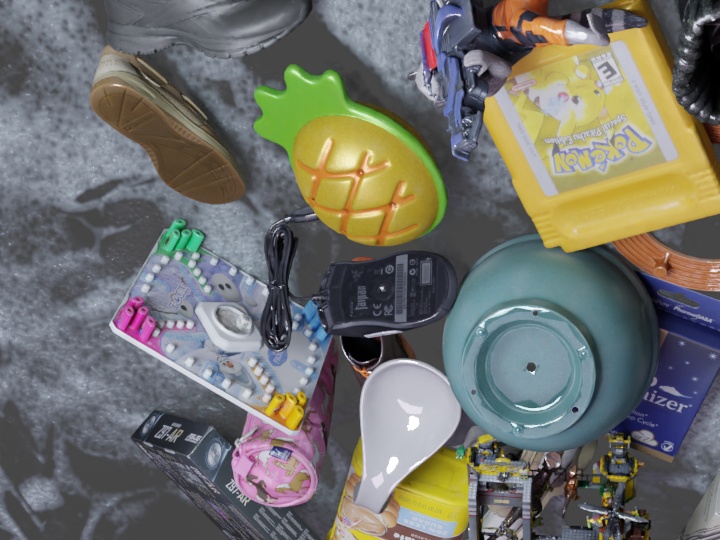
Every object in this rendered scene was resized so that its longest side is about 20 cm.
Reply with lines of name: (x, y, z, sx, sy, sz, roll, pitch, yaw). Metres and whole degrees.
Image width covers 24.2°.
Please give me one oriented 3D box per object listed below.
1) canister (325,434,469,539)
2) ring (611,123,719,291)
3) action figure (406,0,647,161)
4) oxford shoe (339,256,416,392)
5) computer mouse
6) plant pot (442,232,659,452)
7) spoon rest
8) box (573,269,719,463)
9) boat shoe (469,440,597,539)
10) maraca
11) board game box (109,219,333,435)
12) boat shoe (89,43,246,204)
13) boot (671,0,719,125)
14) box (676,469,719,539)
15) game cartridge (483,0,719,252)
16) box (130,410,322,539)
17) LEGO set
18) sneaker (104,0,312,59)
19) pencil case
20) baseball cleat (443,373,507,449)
canister: (0.043, 0.272, 1.806, 0.148, 0.087, 0.201, 19, 133, 6)
ring: (0.299, -0.055, 1.455, 0.199, 0.019, 0.201, 12, 134, 13)
action figure: (0.121, -0.169, 1.330, 0.193, 0.201, 0.104, -20, 146, 37)
oxford shoe: (0.008, 0.085, 1.660, 0.071, 0.073, 0.201, 2, 130, 21)
computer mouse: (0.000, 0.000, 1.567, 0.199, 0.141, 0.046, -11, 159, 21)
plant pot: (0.159, 0.075, 1.492, 0.199, 0.134, 0.202, 3, 101, 16)
spoon rest: (0.035, 0.168, 1.643, 0.099, 0.061, 0.201, 22, 126, 3)
box: (0.272, 0.093, 1.590, 0.120, 0.032, 0.201, 20, 133, 5)
boat shoe: (0.162, 0.218, 1.723, 0.068, 0.075, 0.200, 32, 124, -6)
maraca: (-0.009, -0.100, 1.479, 0.200, 0.107, 0.137, 44, 133, -18)
board game box: (-0.122, 0.048, 1.598, 0.199, 0.200, 0.026, 31, 119, -7)
boat shoe: (-0.170, -0.134, 1.547, 0.071, 0.065, 0.200, -19, 139, 24)
boot: (0.250, -0.228, 1.222, 0.079, 0.158, 0.212, -13, 124, 31)
box: (0.358, 0.287, 1.694, 0.068, 0.082, 0.201, 21, 133, 4)
game cartridge: (0.197, -0.117, 1.414, 0.175, 0.032, 0.201, -16, 113, 33)
box: (-0.146, 0.242, 1.835, 0.200, 0.044, 0.160, 49, 159, -22)
LEGO set: (0.178, 0.198, 1.577, 0.199, 0.154, 0.116, 8, 134, 15)
sneaker: (-0.139, -0.235, 1.439, 0.199, 0.076, 0.091, 1, 124, 19)
pencil case: (-0.072, 0.136, 1.654, 0.082, 0.201, 0.087, -7, 128, 14)
baseball cleat: (0.133, 0.113, 1.653, 0.106, 0.070, 0.200, 22, 139, -20)
